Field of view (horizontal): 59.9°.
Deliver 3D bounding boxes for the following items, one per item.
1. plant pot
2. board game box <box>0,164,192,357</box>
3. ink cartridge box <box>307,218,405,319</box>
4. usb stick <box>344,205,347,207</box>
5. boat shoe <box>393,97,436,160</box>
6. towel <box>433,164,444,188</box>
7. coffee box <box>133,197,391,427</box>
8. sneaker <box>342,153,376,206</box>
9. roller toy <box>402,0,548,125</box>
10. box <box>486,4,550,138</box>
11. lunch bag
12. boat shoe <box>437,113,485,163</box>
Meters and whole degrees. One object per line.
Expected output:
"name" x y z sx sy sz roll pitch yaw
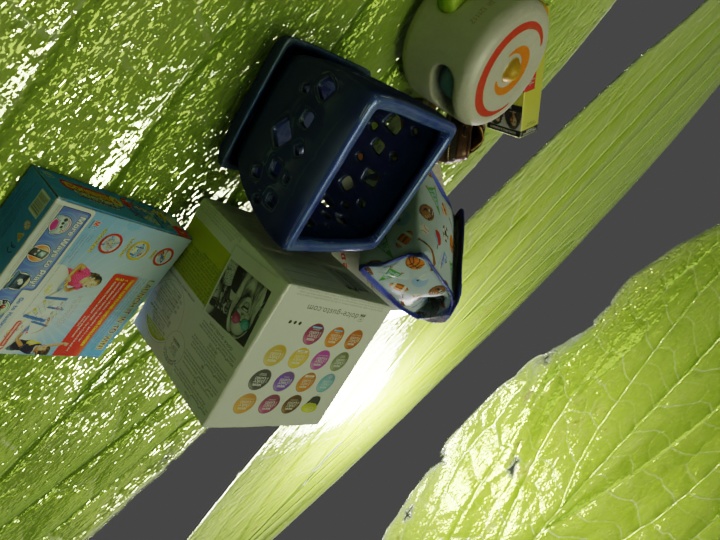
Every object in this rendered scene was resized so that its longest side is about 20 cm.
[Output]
"plant pot" -0.038 -0.152 0.742 0.200 0.180 0.200 -3 133 -56
"board game box" -0.319 0.004 0.687 0.200 0.056 0.196 -49 157 9
"ink cartridge box" 0.000 0.000 0.972 0.084 0.146 0.200 -20 164 40
"usb stick" -0.028 -0.057 1.076 0.055 0.033 0.200 -32 161 -3
"boat shoe" 0.077 -0.178 0.994 0.072 0.072 0.200 -87 179 -53
"towel" 0.098 -0.109 1.093 0.132 0.034 0.200 -28 115 -36
"coffee box" -0.125 0.059 0.794 0.200 0.200 0.198 17 109 -52
"sneaker" 0.013 -0.133 0.988 0.085 0.073 0.200 -42 155 -2
"roller toy" 0.165 -0.303 0.867 0.200 0.140 0.183 -13 137 -51
"box" 0.250 -0.320 0.998 0.050 0.075 0.200 -28 133 -31
"lunch bag" 0.091 -0.034 0.933 0.124 0.170 0.200 -9 147 24
"boat shoe" 0.160 -0.208 0.973 0.200 0.068 0.072 -50 147 -55
